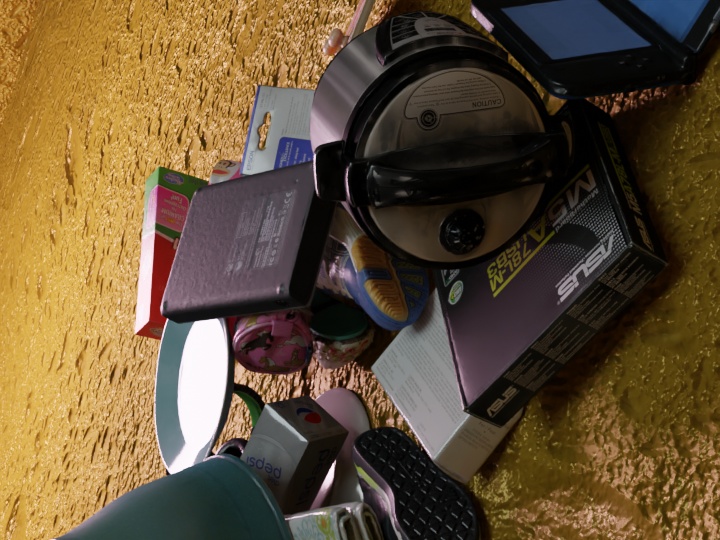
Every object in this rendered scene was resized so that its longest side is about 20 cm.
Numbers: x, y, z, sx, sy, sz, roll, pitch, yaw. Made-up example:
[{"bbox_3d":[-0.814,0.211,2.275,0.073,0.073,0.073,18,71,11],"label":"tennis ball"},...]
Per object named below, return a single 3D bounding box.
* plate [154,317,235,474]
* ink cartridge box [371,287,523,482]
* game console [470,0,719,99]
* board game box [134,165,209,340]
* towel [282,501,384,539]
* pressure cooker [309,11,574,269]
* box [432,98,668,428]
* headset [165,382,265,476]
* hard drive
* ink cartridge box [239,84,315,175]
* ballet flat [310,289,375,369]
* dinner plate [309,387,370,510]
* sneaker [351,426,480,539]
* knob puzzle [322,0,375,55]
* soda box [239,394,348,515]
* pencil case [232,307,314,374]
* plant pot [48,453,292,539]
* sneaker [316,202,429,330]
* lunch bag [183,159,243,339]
[{"bbox_3d":[-0.162,0.110,1.530,0.200,0.025,0.203,-25,61,59],"label":"plate"},{"bbox_3d":[0.107,0.057,1.309,0.200,0.057,0.163,-48,31,7],"label":"ink cartridge box"},{"bbox_3d":[0.196,-0.233,1.199,0.200,0.168,0.120,-121,26,-56],"label":"game console"},{"bbox_3d":[-0.178,-0.006,1.761,0.040,0.151,0.202,-38,44,48],"label":"board game box"},{"bbox_3d":[-0.031,0.299,1.362,0.199,0.048,0.174,-23,80,54],"label":"towel"},{"bbox_3d":[0.060,-0.097,1.190,0.176,0.178,0.200,-48,23,6],"label":"pressure cooker"},{"bbox_3d":[0.141,-0.010,1.214,0.200,0.047,0.194,-48,29,29],"label":"box"},{"bbox_3d":[-0.140,0.221,1.620,0.093,0.123,0.203,11,100,44],"label":"headset"},{"bbox_3d":[-0.106,-0.026,1.447,0.199,0.033,0.141,-8,61,46],"label":"hard drive"},{"bbox_3d":[-0.016,-0.124,1.501,0.037,0.197,0.096,35,-115,-70],"label":"ink cartridge box"},{"bbox_3d":[-0.036,0.063,1.554,0.200,0.075,0.065,-147,43,-62],"label":"ballet flat"},{"bbox_3d":[-0.047,0.215,1.529,0.200,0.024,0.203,-41,41,50],"label":"dinner plate"},{"bbox_3d":[0.050,0.214,1.318,0.200,0.071,0.084,-125,26,-56],"label":"sneaker"},{"bbox_3d":[-0.024,-0.233,1.615,0.220,0.030,0.222,-157,89,-84],"label":"knob puzzle"},{"bbox_3d":[-0.090,0.222,1.486,0.063,0.068,0.202,38,114,28],"label":"soda box"},{"bbox_3d":[-0.078,0.006,1.510,0.085,0.083,0.202,-12,45,16],"label":"pencil case"},{"bbox_3d":[-0.182,0.284,1.369,0.199,0.186,0.203,19,113,51],"label":"plant pot"},{"bbox_3d":[0.000,0.000,1.415,0.089,0.074,0.201,-61,34,28],"label":"sneaker"},{"bbox_3d":[-0.127,-0.017,1.640,0.081,0.176,0.203,9,86,22],"label":"lunch bag"}]
